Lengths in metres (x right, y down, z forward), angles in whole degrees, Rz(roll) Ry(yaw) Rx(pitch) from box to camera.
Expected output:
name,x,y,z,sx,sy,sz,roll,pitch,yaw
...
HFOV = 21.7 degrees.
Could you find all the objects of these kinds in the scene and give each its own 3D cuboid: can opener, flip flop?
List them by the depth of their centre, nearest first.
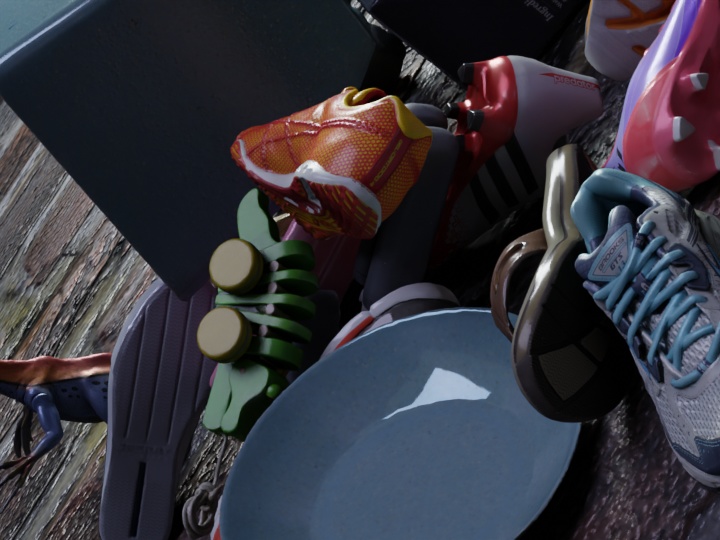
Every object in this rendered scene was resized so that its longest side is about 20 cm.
name,x,y,z,sx,sy,sz,roll,pitch,yaw
flip flop,0.094,0.007,0.926,0.057,0.081,0.201,-21,30,21
can opener,0.000,0.000,1.067,0.053,0.066,0.201,-111,30,-54

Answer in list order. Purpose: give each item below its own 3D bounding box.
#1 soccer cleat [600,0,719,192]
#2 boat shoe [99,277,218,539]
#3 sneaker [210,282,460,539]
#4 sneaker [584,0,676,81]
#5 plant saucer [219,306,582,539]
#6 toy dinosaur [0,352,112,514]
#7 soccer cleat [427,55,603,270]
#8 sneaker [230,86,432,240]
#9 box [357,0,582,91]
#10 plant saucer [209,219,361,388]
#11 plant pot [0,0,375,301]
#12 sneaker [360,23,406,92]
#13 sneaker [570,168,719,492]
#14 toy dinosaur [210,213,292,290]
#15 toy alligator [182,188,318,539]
name,x,y,z,sx,sy,sz,roll,pitch,yaw
soccer cleat,0.180,-0.129,0.977,0.076,0.066,0.201,-12,51,57
boat shoe,-0.144,0.093,1.269,0.071,0.071,0.202,-135,60,-73
sneaker,0.003,0.102,1.041,0.201,0.077,0.082,-54,48,5
sneaker,0.190,-0.189,1.046,0.201,0.078,0.077,-54,8,-5
plant saucer,0.025,0.103,0.946,0.200,0.039,0.202,-19,37,15
toy dinosaur,-0.213,0.081,1.338,0.201,0.181,0.105,-59,22,-11
soccer cleat,0.077,-0.056,1.094,0.200,0.084,0.069,116,153,-57
sneaker,-0.013,-0.061,1.026,0.077,0.073,0.200,-51,23,-10
box,0.086,-0.242,1.266,0.201,0.117,0.197,-53,22,10
plant saucer,-0.029,-0.005,1.193,0.202,0.051,0.201,-61,3,5
plant pot,-0.104,-0.140,1.210,0.199,0.196,0.197,-37,23,5
sneaker,-0.031,-0.114,1.407,0.200,0.075,0.091,-40,35,50
sneaker,0.134,0.021,0.828,0.078,0.086,0.200,-48,23,16
toy dinosaur,-0.088,-0.012,1.339,0.200,0.101,0.059,-44,58,34
toy alligator,-0.055,0.050,1.035,0.054,0.059,0.202,-1,70,27
